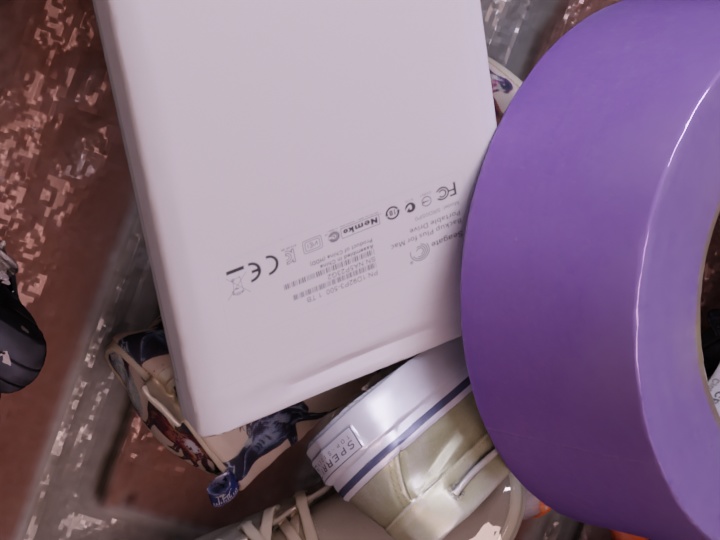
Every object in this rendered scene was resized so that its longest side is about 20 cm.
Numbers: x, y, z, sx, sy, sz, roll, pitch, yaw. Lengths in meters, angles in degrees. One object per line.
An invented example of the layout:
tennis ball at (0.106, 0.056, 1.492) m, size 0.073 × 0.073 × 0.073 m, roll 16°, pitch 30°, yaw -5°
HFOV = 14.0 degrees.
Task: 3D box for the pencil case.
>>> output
pencil case at (0.000, 0.000, 1.111) m, size 0.200 × 0.089 × 0.078 m, roll -38°, pitch 99°, yaw -5°

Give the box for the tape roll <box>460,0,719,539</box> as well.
tape roll at (0.134, 0.002, 1.069) m, size 0.199 × 0.085 × 0.201 m, roll -11°, pitch 105°, yaw -44°

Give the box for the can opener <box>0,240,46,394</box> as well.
can opener at (-0.195, -0.017, 1.058) m, size 0.200 × 0.063 × 0.079 m, roll 42°, pitch 90°, yaw -23°

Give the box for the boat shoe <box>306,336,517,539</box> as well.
boat shoe at (0.060, 0.043, 1.117) m, size 0.200 × 0.072 × 0.062 m, roll -35°, pitch 85°, yaw -38°

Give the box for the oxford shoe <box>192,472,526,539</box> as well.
oxford shoe at (-0.030, 0.119, 1.125) m, size 0.199 × 0.075 × 0.058 m, roll -25°, pitch 142°, yaw 5°

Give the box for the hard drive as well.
hard drive at (-0.017, -0.051, 1.010) m, size 0.131 × 0.026 × 0.201 m, roll -21°, pitch 124°, yaw -18°

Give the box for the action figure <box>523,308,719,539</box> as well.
action figure at (0.140, 0.131, 1.187) m, size 0.193 × 0.105 × 0.201 m, roll -20°, pitch 106°, yaw -1°
